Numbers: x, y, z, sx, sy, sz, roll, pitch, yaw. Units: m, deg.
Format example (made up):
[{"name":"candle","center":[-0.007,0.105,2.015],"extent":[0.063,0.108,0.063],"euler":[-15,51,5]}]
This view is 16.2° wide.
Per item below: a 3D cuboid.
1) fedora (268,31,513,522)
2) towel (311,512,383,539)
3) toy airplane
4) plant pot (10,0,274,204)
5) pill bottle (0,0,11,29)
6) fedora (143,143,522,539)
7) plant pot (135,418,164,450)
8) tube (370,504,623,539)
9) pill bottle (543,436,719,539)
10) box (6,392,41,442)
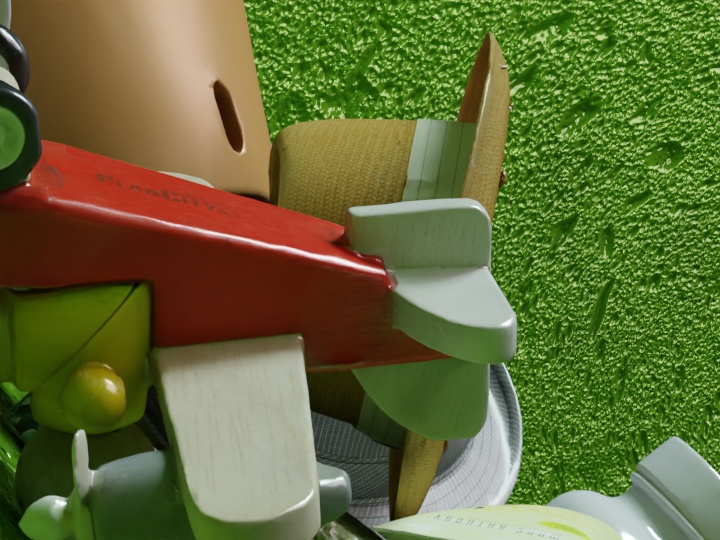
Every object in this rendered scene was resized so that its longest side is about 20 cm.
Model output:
[{"name":"fedora","center":[0.000,0.000,0.904],"extent":[0.082,0.201,0.201],"euler":[12,-4,-1]},{"name":"towel","center":[0.029,0.131,0.869],"extent":[0.200,0.037,0.148],"euler":[35,-3,8]},{"name":"toy airplane","center":[-0.054,0.023,0.752],"extent":[0.199,0.141,0.200],"euler":[29,18,26]},{"name":"plant pot","center":[-0.119,-0.058,0.979],"extent":[0.200,0.200,0.140],"euler":[63,2,-77]},{"name":"pill bottle","center":[-0.208,-0.129,0.844],"extent":[0.200,0.113,0.113],"euler":[48,-4,31]},{"name":"fedora","center":[-0.010,0.018,1.062],"extent":[0.200,0.177,0.090],"euler":[54,-39,33]},{"name":"plant pot","center":[-0.031,0.076,1.172],"extent":[0.186,0.186,0.200],"euler":[51,9,-30]},{"name":"tube","center":[0.064,0.105,0.908],"extent":[0.052,0.058,0.200],"euler":[58,7,15]},{"name":"pill bottle","center":[0.085,0.167,1.063],"extent":[0.112,0.200,0.112],"euler":[49,-4,4]},{"name":"box","center":[-0.042,0.136,0.938],"extent":[0.200,0.036,0.144],"euler":[46,-4,31]}]
